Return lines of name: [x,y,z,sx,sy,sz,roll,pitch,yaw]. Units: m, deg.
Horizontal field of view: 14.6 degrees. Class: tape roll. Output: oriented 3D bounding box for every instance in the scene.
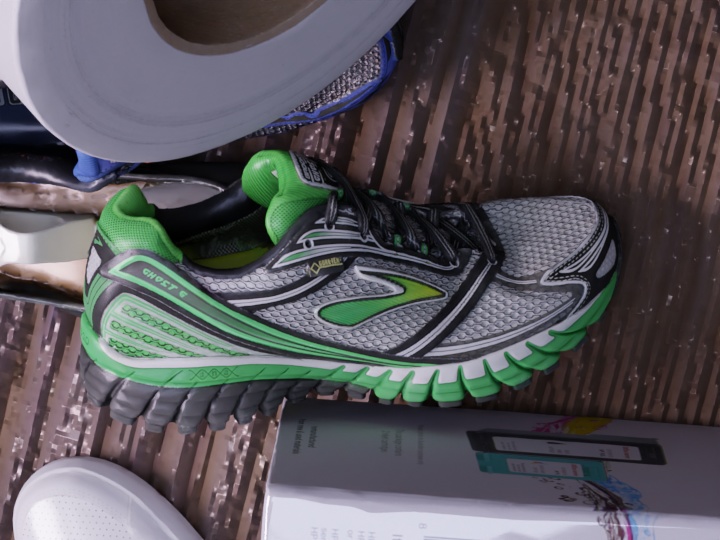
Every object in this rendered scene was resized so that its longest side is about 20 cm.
tape roll: [-0.067,-0.155,0.914,0.203,0.202,0.139,-51,61,14]

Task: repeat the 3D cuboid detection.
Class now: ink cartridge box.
ink cartridge box: [0.064,0.135,0.979,0.199,0.146,0.148,4,100,0]

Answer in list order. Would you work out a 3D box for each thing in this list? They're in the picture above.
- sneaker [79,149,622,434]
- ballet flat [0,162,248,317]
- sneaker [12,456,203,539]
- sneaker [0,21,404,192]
sneaker: [0.000,0.000,0.989,0.199,0.078,0.086,-9,123,-16]
ballet flat: [-0.098,-0.006,1.046,0.199,0.068,0.068,3,101,11]
sneaker: [-0.081,0.168,1.047,0.073,0.116,0.201,-28,91,16]
sneaker: [-0.081,-0.062,1.017,0.199,0.079,0.076,-11,121,10]
